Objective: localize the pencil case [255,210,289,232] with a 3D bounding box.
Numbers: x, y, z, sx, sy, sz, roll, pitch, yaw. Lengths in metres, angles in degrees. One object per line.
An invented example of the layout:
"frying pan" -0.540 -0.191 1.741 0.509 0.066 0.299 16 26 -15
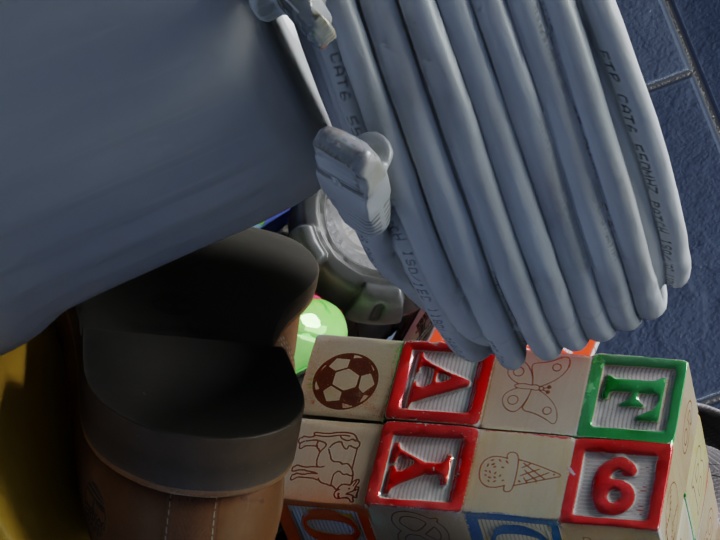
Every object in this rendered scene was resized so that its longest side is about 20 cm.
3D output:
"pencil case" -0.060 -0.043 0.932 0.078 0.087 0.200 62 5 -1

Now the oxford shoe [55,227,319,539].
"oxford shoe" -0.050 0.034 0.687 0.200 0.071 0.072 -90 -173 -70

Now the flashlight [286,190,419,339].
"flashlight" 0.000 0.000 0.948 0.068 0.068 0.200 30 -14 2

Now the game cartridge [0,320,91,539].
"game cartridge" -0.111 -0.014 0.652 0.201 0.032 0.177 -100 168 -49

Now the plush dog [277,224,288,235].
"plush dog" -0.040 -0.064 1.104 0.172 0.160 0.200 54 -19 -15

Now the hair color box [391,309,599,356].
"hair color box" 0.035 0.053 0.983 0.064 0.111 0.200 33 39 -1

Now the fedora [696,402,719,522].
"fedora" 0.141 0.145 0.966 0.176 0.090 0.201 -21 101 -41

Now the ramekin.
"ramekin" -0.076 -0.090 0.599 0.200 0.097 0.202 -19 90 -83

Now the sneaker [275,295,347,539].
"sneaker" -0.044 0.054 0.909 0.200 0.076 0.084 75 31 -78

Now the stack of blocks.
"stack of blocks" 0.054 0.104 0.824 0.200 0.114 0.059 70 28 -50

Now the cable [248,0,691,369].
"cable" 0.020 -0.076 0.623 0.200 0.069 0.201 58 15 -61
